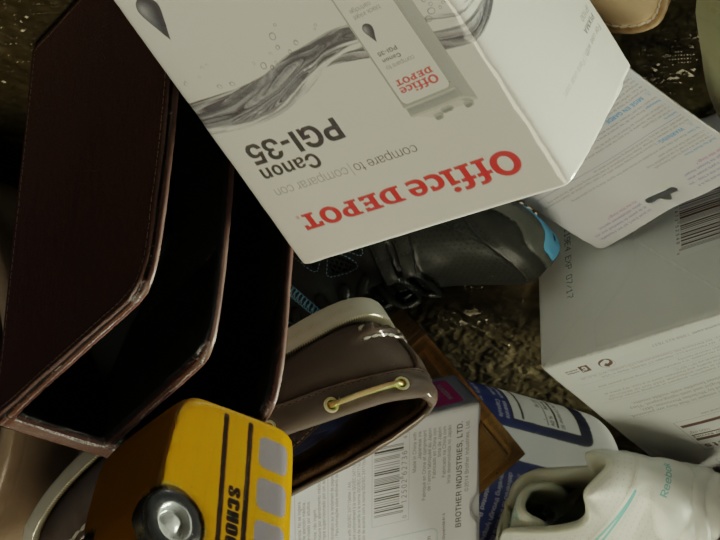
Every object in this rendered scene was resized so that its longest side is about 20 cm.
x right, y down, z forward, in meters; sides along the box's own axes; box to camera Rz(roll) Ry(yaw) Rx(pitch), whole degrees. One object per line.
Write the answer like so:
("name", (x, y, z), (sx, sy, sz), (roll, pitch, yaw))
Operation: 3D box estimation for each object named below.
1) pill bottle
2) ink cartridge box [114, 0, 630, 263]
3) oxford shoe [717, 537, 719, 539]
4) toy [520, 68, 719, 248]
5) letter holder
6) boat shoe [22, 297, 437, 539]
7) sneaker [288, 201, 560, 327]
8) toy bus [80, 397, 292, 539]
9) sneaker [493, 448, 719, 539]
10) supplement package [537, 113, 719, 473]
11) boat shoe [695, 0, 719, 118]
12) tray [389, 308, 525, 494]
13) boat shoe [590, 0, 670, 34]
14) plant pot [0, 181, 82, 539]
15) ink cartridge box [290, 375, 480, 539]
("pill bottle", (0.076, 0.123, 1.457), (0.199, 0.112, 0.111), (16, 145, -20))
("ink cartridge box", (-0.007, -0.114, 1.042), (0.146, 0.083, 0.200), (-16, 120, 37))
("oxford shoe", (0.204, 0.139, 1.306), (0.071, 0.073, 0.200), (16, 147, -27))
("toy", (0.071, -0.093, 1.171), (0.199, 0.047, 0.115), (30, 147, -23))
("letter holder", (-0.076, -0.035, 1.135), (0.100, 0.201, 0.142), (19, 143, -26))
("boat shoe", (-0.059, 0.088, 1.196), (0.199, 0.060, 0.072), (-31, 146, -11))
("sneaker", (0.000, 0.000, 1.261), (0.199, 0.082, 0.073), (1, 153, 27))
("toy bus", (-0.075, 0.154, 1.057), (0.078, 0.201, 0.065), (23, 141, -30))
("sneaker", (0.096, 0.136, 1.335), (0.080, 0.071, 0.200), (24, 141, -24))
("supplement package", (0.184, 0.028, 1.304), (0.109, 0.114, 0.200), (-19, 144, 29))
("boat shoe", (0.178, -0.140, 1.098), (0.063, 0.074, 0.202), (-30, 139, -16))
("tray", (-0.021, 0.123, 1.340), (0.200, 0.037, 0.099), (-42, 122, -3))
("boat shoe", (0.088, -0.151, 1.070), (0.073, 0.069, 0.200), (-9, 146, 16))
("plant pot", (-0.155, 0.056, 1.320), (0.174, 0.201, 0.200), (4, 153, -41))
("ink cartridge box", (-0.037, 0.128, 1.290), (0.199, 0.042, 0.120), (-12, 118, -22))
